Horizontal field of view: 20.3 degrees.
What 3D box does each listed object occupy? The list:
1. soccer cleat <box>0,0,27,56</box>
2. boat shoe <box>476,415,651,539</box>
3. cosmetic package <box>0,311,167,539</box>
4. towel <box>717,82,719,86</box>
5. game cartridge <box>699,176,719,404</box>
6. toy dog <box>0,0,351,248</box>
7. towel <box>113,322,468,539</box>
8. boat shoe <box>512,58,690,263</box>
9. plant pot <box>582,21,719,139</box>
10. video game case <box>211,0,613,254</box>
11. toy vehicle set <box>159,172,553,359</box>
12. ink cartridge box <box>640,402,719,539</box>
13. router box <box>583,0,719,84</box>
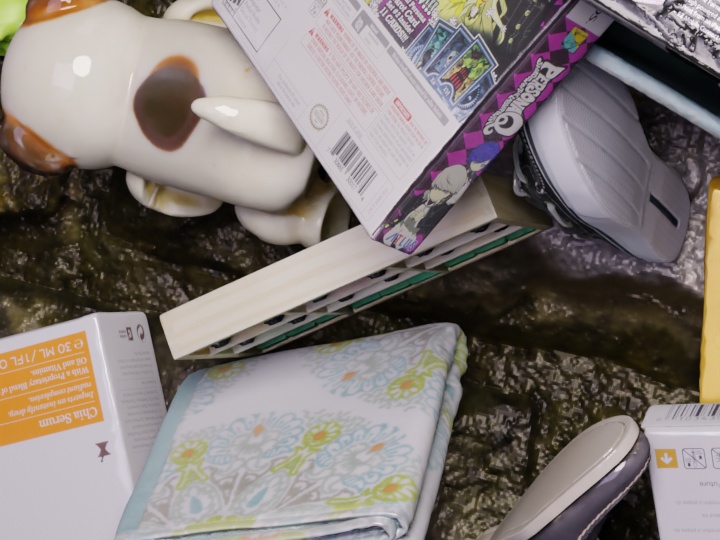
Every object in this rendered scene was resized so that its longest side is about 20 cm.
[{"bbox_3d":[-0.281,-0.175,1.261,0.199,0.068,0.082,7,74,19],"label":"soccer cleat"},{"bbox_3d":[0.106,0.151,1.085,0.063,0.073,0.200,38,129,-1],"label":"boat shoe"},{"bbox_3d":[-0.165,0.133,1.204,0.101,0.071,0.201,-15,85,19],"label":"cosmetic package"},{"bbox_3d":[0.241,-0.124,0.872,0.190,0.032,0.201,-19,83,19],"label":"towel"},{"bbox_3d":[0.281,0.041,1.066,0.199,0.032,0.177,2,90,21],"label":"game cartridge"},{"bbox_3d":[-0.105,-0.086,1.128,0.199,0.194,0.140,15,106,13],"label":"toy dog"},{"bbox_3d":[-0.035,0.105,1.103,0.170,0.200,0.048,-9,119,17],"label":"towel"},{"bbox_3d":[0.111,-0.050,1.044,0.071,0.200,0.072,5,70,27],"label":"boat shoe"},{"bbox_3d":[0.236,-0.145,0.995,0.196,0.200,0.196,34,99,17],"label":"plant pot"},{"bbox_3d":[0.027,-0.138,0.977,0.181,0.036,0.200,-50,48,17],"label":"video game case"},{"bbox_3d":[0.000,0.000,1.118,0.199,0.124,0.027,-24,81,18],"label":"toy vehicle set"},{"bbox_3d":[0.258,0.163,1.051,0.197,0.043,0.201,-4,108,22],"label":"ink cartridge box"},{"bbox_3d":[0.194,-0.138,0.834,0.199,0.051,0.150,34,99,10],"label":"router box"}]
